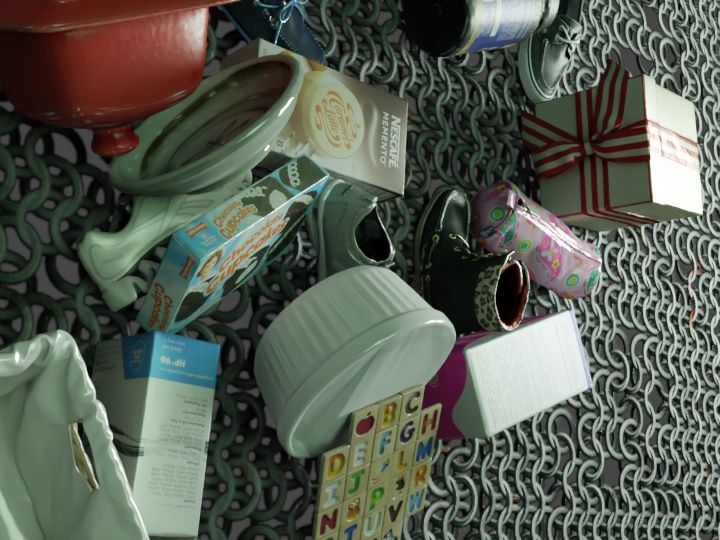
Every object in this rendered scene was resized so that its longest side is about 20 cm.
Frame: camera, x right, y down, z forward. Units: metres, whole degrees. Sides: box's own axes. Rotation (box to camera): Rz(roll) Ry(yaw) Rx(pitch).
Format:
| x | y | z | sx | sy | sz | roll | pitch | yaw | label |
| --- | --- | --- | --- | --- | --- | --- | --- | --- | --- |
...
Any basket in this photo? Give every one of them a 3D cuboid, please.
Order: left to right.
| x | y | z | sx | sy | sz | roll | pitch | yaw | label |
| --- | --- | --- | --- | --- | --- | --- | --- | --- | --- |
| -0.288 | 0.172 | 0.691 | 0.199 | 0.160 | 0.200 | -24 | 97 | -39 | basket |

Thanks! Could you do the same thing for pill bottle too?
| x | y | z | sx | sy | sz | roll | pitch | yaw | label |
| --- | --- | --- | --- | --- | --- | --- | --- | --- | --- |
| 0.157 | -0.332 | 1.196 | 0.199 | 0.111 | 0.113 | -18 | 93 | -40 | pill bottle |

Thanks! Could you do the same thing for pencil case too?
| x | y | z | sx | sy | sz | roll | pitch | yaw | label |
| --- | --- | --- | --- | --- | --- | --- | --- | --- | --- |
| 0.223 | -0.037 | 1.215 | 0.199 | 0.087 | 0.088 | 32 | 63 | -33 | pencil case |

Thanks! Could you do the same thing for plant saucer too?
| x | y | z | sx | sy | sz | roll | pitch | yaw | label |
| --- | --- | --- | --- | --- | --- | --- | --- | --- | --- |
| -0.131 | -0.119 | 0.861 | 0.201 | 0.199 | 0.050 | -53 | 126 | -33 | plant saucer |

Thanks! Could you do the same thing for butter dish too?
| x | y | z | sx | sy | sz | roll | pitch | yaw | label |
| --- | --- | --- | --- | --- | --- | --- | --- | --- | --- |
| -0.222 | -0.171 | 0.822 | 0.199 | 0.198 | 0.150 | -24 | 120 | -39 | butter dish |

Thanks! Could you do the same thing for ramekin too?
| x | y | z | sx | sy | sz | roll | pitch | yaw | label |
| --- | --- | --- | --- | --- | --- | --- | --- | --- | --- |
| -0.013 | 0.083 | 0.927 | 0.201 | 0.203 | 0.094 | -17 | 58 | -41 | ramekin |

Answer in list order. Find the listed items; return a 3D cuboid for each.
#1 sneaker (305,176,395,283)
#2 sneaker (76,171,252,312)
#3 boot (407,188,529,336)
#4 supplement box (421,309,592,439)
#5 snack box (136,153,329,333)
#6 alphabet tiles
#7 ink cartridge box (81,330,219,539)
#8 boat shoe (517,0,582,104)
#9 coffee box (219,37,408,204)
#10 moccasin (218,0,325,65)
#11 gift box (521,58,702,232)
| x | y | z | sx | sy | sz | roll | pitch | yaw | label |
| --- | --- | --- | --- | --- | --- | --- | --- | --- | --- |
| 0.000 | 0.000 | 0.994 | 0.075 | 0.081 | 0.201 | -48 | 137 | -34 | sneaker |
| -0.177 | -0.051 | 0.891 | 0.081 | 0.075 | 0.200 | 50 | 53 | -10 | sneaker |
| 0.128 | -0.010 | 1.082 | 0.073 | 0.153 | 0.206 | 31 | 63 | -32 | boot |
| 0.166 | 0.121 | 1.125 | 0.199 | 0.101 | 0.105 | -17 | 92 | -41 | supplement box |
| -0.115 | -0.024 | 0.882 | 0.037 | 0.117 | 0.200 | 40 | 41 | 9 | snack box |
| 0.017 | 0.217 | 0.977 | 0.165 | 0.006 | 0.202 | -15 | 121 | -41 | alphabet tiles |
| -0.186 | 0.160 | 0.808 | 0.067 | 0.115 | 0.202 | 16 | 71 | -37 | ink cartridge box |
| 0.271 | -0.323 | 1.320 | 0.071 | 0.067 | 0.202 | 31 | 63 | -31 | boat shoe |
| -0.049 | -0.149 | 1.007 | 0.199 | 0.079 | 0.116 | 14 | 73 | -38 | coffee box |
| -0.101 | -0.282 | 0.984 | 0.200 | 0.068 | 0.081 | 42 | 35 | -28 | moccasin |
| 0.331 | -0.161 | 1.274 | 0.186 | 0.183 | 0.203 | 5 | 75 | -48 | gift box |
